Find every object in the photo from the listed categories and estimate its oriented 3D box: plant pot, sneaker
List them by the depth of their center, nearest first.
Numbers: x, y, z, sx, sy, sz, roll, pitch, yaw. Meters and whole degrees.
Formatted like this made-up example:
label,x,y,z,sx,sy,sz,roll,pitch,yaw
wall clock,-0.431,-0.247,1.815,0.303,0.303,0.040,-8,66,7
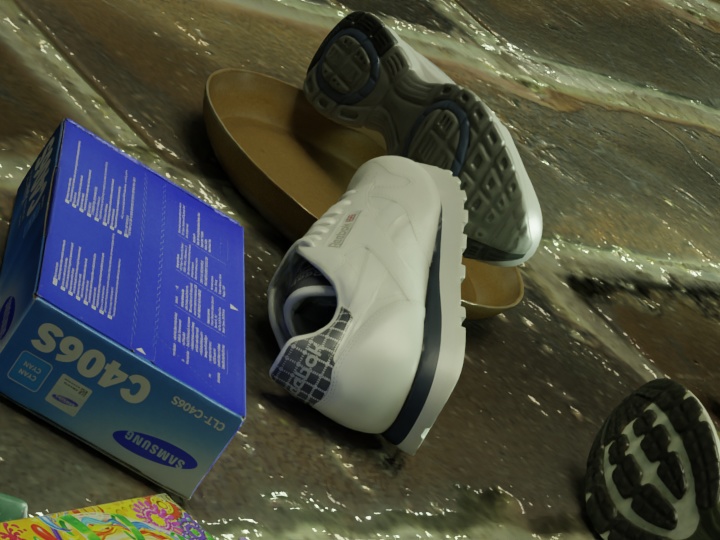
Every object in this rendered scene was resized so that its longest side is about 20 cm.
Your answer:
label,x,y,z,sx,sy,sz,roll,pitch,yaw
sneaker,0.000,0.000,1.235,0.080,0.077,0.200,17,28,-11
sneaker,0.171,0.134,1.260,0.089,0.077,0.200,38,17,-43
plant pot,-0.003,-0.035,1.413,0.200,0.028,0.200,33,17,-11
sneaker,0.049,-0.067,1.436,0.087,0.075,0.200,27,19,-41

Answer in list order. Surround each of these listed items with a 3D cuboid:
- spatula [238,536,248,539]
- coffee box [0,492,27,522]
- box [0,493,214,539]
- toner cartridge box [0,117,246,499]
label,x,y,z,sx,sy,sz,roll,pitch,yaw
spatula,0.035,0.157,0.999,0.200,0.021,0.057,29,17,-24
coffee box,-0.201,0.052,0.701,0.200,0.044,0.123,22,-13,-40
box,-0.063,0.166,0.626,0.193,0.122,0.200,41,18,19
toner cartridge box,-0.096,0.010,1.095,0.095,0.043,0.200,30,18,-14
